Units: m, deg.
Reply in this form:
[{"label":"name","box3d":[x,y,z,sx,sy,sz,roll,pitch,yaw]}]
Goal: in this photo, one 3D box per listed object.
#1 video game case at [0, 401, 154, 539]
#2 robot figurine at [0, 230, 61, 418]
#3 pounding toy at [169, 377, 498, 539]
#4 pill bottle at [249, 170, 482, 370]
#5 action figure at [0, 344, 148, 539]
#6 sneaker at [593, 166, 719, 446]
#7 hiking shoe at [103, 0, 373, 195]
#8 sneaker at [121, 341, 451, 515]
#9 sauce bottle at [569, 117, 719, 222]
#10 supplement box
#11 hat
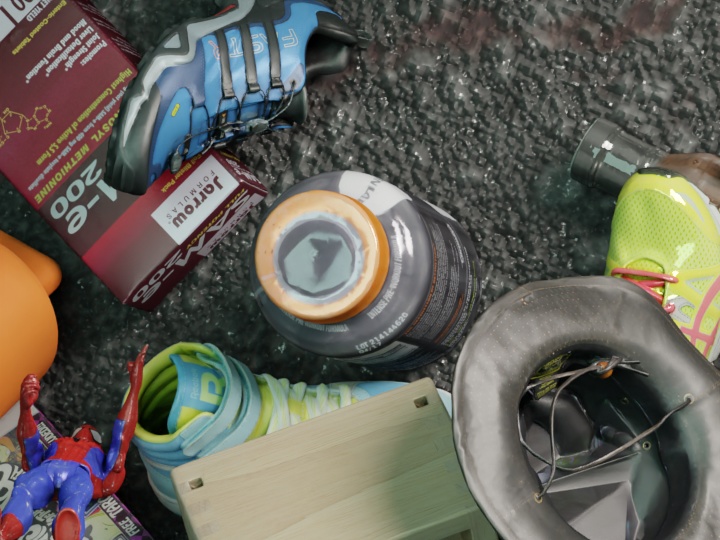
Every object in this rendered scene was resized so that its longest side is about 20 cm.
[{"label":"video game case","box3d":[-0.225,0.176,1.697,0.181,0.036,0.200,-37,37,-10]},{"label":"robot figurine","box3d":[-0.258,0.053,1.724,0.144,0.200,0.117,-23,106,41]},{"label":"pounding toy","box3d":[-0.024,0.173,1.658,0.184,0.200,0.142,-19,48,-7]},{"label":"pill bottle","box3d":[0.000,0.000,1.654,0.106,0.200,0.106,-1,85,14]},{"label":"action figure","box3d":[-0.163,0.094,1.607,0.065,0.200,0.099,8,98,2]},{"label":"sneaker","box3d":[0.161,0.042,1.636,0.078,0.090,0.200,8,107,30]},{"label":"hiking shoe","box3d":[-0.074,-0.108,1.703,0.087,0.074,0.200,29,52,13]},{"label":"sneaker","box3d":[-0.046,0.087,1.688,0.200,0.131,0.080,-11,58,13]},{"label":"sauce bottle","box3d":[0.216,-0.028,1.672,0.200,0.065,0.065,30,93,15]},{"label":"supplement box","box3d":[-0.165,-0.083,1.776,0.109,0.061,0.200,-46,77,6]},{"label":"hat","box3d":[0.119,0.106,1.557,0.200,0.081,0.201,12,62,-24]}]
